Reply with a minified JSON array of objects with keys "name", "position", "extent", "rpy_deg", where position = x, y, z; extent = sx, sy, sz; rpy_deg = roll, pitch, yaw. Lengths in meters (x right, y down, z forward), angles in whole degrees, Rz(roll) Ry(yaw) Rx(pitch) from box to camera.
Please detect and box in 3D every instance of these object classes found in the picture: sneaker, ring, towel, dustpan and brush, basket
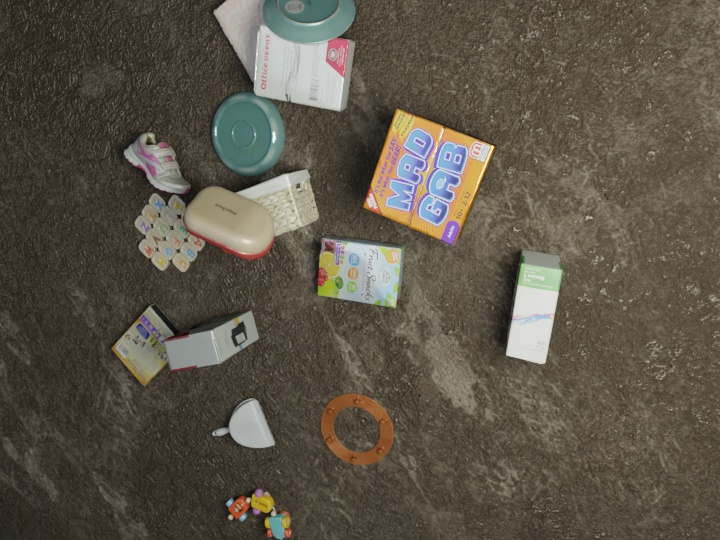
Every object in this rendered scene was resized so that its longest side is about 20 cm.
[{"name":"sneaker","position":[-0.502,-0.272,1.362],"extent":[0.199,0.081,0.088],"rpy_deg":[40,112,4]},{"name":"ring","position":[-0.012,0.417,1.408],"extent":[0.198,0.019,0.203],"rpy_deg":[4,104,16]},{"name":"towel","position":[-0.215,-0.556,1.236],"extent":[0.190,0.032,0.202],"rpy_deg":[-29,94,19]},{"name":"dustpan and brush","position":[-0.336,0.436,1.497],"extent":[0.198,0.057,0.141],"rpy_deg":[-20,95,13]},{"name":"basket","position":[-0.211,-0.146,1.276],"extent":[0.198,0.136,0.125],"rpy_deg":[-16,100,20]}]

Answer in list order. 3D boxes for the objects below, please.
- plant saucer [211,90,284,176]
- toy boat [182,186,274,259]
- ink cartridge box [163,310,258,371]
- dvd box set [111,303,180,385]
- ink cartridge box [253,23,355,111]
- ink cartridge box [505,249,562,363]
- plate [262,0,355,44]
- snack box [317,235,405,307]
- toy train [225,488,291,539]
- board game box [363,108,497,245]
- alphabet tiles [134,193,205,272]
[{"name":"plant saucer","position":[-0.279,-0.330,1.311],"extent":[0.197,0.027,0.203],"rpy_deg":[4,104,16]},{"name":"toy boat","position":[-0.287,-0.087,1.198],"extent":[0.198,0.131,0.131],"rpy_deg":[24,144,8]},{"name":"ink cartridge box","position":[-0.370,0.174,1.363],"extent":[0.144,0.200,0.084],"rpy_deg":[-13,96,18]},{"name":"dvd box set","position":[-0.596,0.211,1.527],"extent":[0.200,0.029,0.147],"rpy_deg":[-43,89,20]},{"name":"ink cartridge box","position":[-0.123,-0.444,1.187],"extent":[0.197,0.084,0.147],"rpy_deg":[12,113,5]},{"name":"ink cartridge box","position":[0.365,0.073,1.148],"extent":[0.083,0.145,0.203],"rpy_deg":[9,106,15]},{"name":"plate","position":[-0.109,-0.558,1.140],"extent":[0.197,0.026,0.203],"rpy_deg":[1,65,-2]},{"name":"snack box","position":[0.000,0.000,1.289],"extent":[0.197,0.053,0.144],"rpy_deg":[9,106,14]},{"name":"toy train","position":[-0.279,0.694,1.535],"extent":[0.200,0.056,0.151],"rpy_deg":[41,112,8]},{"name":"board game box","position":[0.150,-0.197,1.120],"extent":[0.198,0.200,0.202],"rpy_deg":[23,108,10]},{"name":"alphabet tiles","position":[-0.510,-0.099,1.439],"extent":[0.195,0.015,0.200],"rpy_deg":[44,110,3]}]
